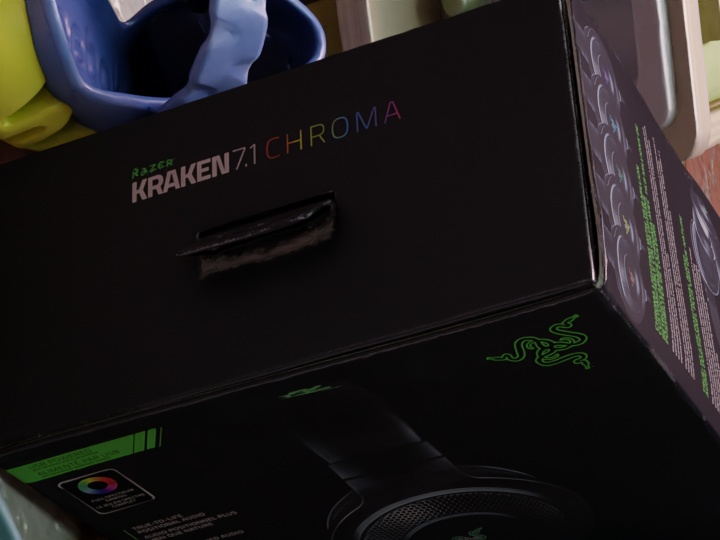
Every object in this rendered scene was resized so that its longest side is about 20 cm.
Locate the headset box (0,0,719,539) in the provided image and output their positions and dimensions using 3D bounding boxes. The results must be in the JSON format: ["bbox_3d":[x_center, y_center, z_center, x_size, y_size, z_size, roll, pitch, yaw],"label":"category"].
[{"bbox_3d":[0.013,0.024,0.622,0.200,0.173,0.093,47,33,-53],"label":"headset box"}]

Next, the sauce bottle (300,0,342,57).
[{"bbox_3d":[-0.017,-0.107,0.841,0.066,0.066,0.201,-77,151,-56],"label":"sauce bottle"}]

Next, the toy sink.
[{"bbox_3d":[0.088,-0.108,0.847,0.200,0.111,0.131,-21,105,-57],"label":"toy sink"}]

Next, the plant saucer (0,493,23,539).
[{"bbox_3d":[-0.107,0.110,0.419,0.200,0.036,0.201,-12,90,-73],"label":"plant saucer"}]

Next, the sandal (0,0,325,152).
[{"bbox_3d":[-0.048,-0.056,0.656,0.200,0.086,0.080,30,49,-72],"label":"sandal"}]
